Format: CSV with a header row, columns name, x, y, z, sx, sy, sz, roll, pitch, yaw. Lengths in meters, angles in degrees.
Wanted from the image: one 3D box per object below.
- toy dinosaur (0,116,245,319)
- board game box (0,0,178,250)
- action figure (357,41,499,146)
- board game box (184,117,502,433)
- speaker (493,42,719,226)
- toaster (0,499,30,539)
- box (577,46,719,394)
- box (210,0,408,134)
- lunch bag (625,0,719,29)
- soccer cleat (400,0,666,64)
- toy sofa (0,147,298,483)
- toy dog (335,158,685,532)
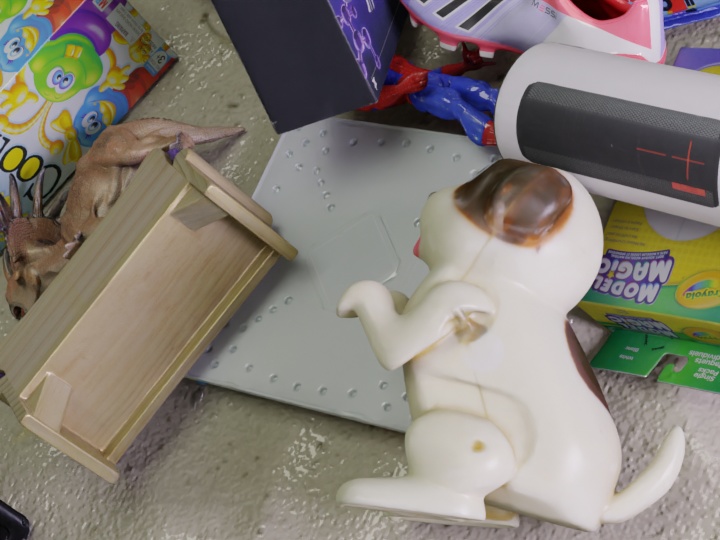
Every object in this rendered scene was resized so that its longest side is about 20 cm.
name,x,y,z,sx,sy,sz,roll,pitch,yaw
toy dinosaur,-0.178,-0.053,1.323,0.135,0.086,0.200,26,71,46
board game box,-0.251,-0.131,1.396,0.200,0.105,0.103,-48,50,-3
action figure,0.053,-0.116,1.229,0.065,0.052,0.199,-25,29,-36
board game box,0.000,0.000,1.218,0.199,0.026,0.201,11,67,35
speaker,0.172,-0.072,1.047,0.199,0.081,0.081,19,72,44
toaster,-0.328,0.188,1.182,0.118,0.200,0.182,17,71,32
box,0.201,-0.030,1.089,0.117,0.048,0.201,9,71,46
box,-0.031,-0.203,1.241,0.078,0.142,0.200,-14,30,20
lunch bag,0.237,-0.243,1.199,0.199,0.094,0.151,-7,55,16
soccer cleat,0.106,-0.164,1.181,0.066,0.077,0.200,-22,40,-41
toy sofa,-0.141,0.025,1.216,0.200,0.083,0.098,-52,32,1
toy dog,0.078,0.038,1.042,0.193,0.139,0.201,0,80,26
